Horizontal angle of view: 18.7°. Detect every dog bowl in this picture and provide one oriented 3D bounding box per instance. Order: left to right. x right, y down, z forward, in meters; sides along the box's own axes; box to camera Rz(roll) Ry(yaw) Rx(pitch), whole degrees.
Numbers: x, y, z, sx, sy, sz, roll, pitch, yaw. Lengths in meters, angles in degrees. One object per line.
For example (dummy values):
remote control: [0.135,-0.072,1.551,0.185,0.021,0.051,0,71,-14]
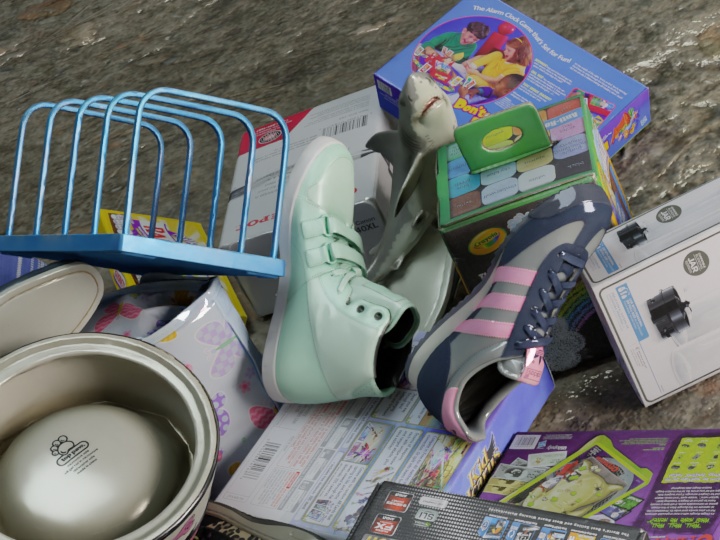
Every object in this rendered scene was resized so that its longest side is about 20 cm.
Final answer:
dog bowl: [-0.193,0.142,1.517,0.199,0.074,0.201,-2,50,3]

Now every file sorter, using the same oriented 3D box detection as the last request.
file sorter: [-0.161,-0.063,1.622,0.138,0.123,0.200,9,-4,-35]

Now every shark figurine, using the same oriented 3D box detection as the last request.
shark figurine: [0.022,-0.063,1.710,0.089,0.215,0.128,35,20,32]

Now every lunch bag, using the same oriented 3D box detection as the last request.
lunch bag: [-0.160,0.102,1.663,0.199,0.170,0.127,-21,28,17]

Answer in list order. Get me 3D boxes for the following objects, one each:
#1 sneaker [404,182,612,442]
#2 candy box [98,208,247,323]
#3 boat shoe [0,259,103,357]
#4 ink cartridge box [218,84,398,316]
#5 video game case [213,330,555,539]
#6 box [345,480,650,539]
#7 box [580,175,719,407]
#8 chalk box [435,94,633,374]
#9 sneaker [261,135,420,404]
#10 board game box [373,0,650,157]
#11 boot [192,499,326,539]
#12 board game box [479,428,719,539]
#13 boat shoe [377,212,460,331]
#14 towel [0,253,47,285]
sneaker: [0.116,0.033,1.499,0.200,0.070,0.082,-53,47,22]
candy box: [-0.170,0.000,1.922,0.102,0.026,0.200,10,21,-21]
boat shoe: [-0.280,0.052,1.600,0.200,0.075,0.062,-40,38,-7]
ink cartridge box: [-0.034,-0.062,1.907,0.145,0.084,0.200,-18,31,15]
video game case: [0.017,0.128,1.580,0.181,0.046,0.200,6,47,37]
box: [0.068,0.220,1.375,0.199,0.044,0.160,8,48,32]
box: [0.263,-0.002,1.542,0.199,0.117,0.060,-25,29,1]
chalk box: [0.131,-0.040,1.620,0.124,0.200,0.124,-18,29,12]
sneaker: [0.000,0.000,1.598,0.118,0.074,0.201,1,79,33]
board game box: [0.129,-0.148,1.870,0.134,0.045,0.200,-41,56,-21]
boot: [-0.116,0.240,1.511,0.203,0.074,0.154,4,45,45]
board game box: [0.169,0.155,1.459,0.199,0.032,0.120,-4,33,36]
boat shoe: [0.057,0.013,1.734,0.073,0.062,0.201,2,61,34]
towel: [-0.226,0.057,1.783,0.024,0.200,0.145,-50,23,20]
